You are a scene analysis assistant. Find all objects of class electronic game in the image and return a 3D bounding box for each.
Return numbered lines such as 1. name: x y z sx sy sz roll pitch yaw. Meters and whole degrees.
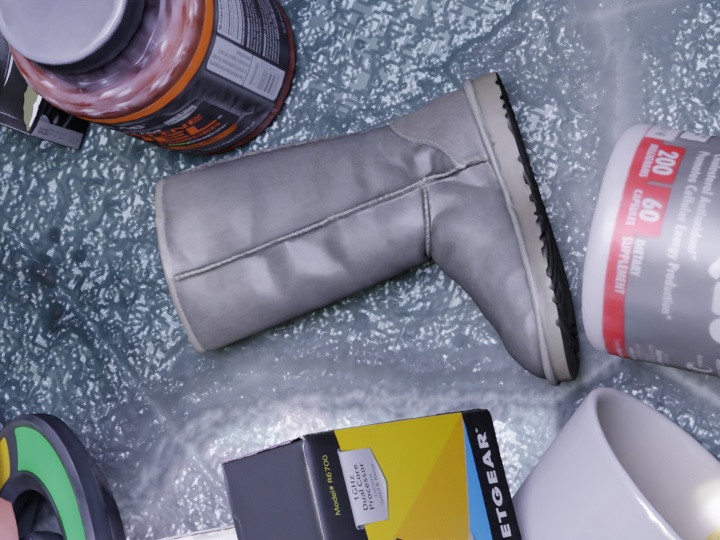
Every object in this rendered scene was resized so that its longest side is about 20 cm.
1. electronic game: -0.164 0.174 1.109 0.200 0.041 0.202 -1 89 62

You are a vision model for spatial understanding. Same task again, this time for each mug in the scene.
1. mug: 0.124 0.175 1.028 0.153 0.149 0.187 -46 68 16

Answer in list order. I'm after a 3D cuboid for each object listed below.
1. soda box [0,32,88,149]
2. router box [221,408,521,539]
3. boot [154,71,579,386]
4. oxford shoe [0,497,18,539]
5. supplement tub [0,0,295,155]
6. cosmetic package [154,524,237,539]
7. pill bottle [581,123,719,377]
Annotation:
1. soda box: -0.242 -0.131 1.199 0.199 0.071 0.064 21 92 17
2. router box: 0.023 0.167 0.929 0.051 0.149 0.202 -19 81 34
3. boot: 0.001 0.002 1.114 0.199 0.073 0.183 -19 66 8
4. oxford shoe: -0.231 0.109 1.129 0.200 0.073 0.071 55 130 54
5. supplement tub: -0.111 -0.121 1.091 0.106 0.200 0.108 -2 85 18
6. cosmetic package: -0.058 0.160 1.041 0.104 0.200 0.072 -9 83 -2
7. pill bottle: 0.214 0.002 1.026 0.199 0.114 0.115 11 88 18
